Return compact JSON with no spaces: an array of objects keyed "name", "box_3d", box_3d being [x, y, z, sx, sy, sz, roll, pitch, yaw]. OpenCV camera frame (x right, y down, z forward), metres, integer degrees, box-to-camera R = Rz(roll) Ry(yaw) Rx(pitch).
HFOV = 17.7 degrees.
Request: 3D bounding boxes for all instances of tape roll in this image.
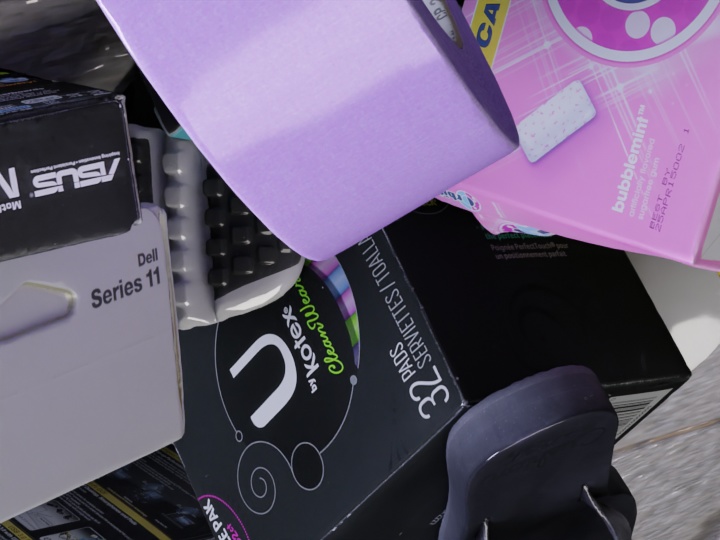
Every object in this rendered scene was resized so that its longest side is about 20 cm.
[{"name":"tape roll","box_3d":[-0.033,-0.104,0.632,0.066,0.200,0.200,-31,156,9]}]

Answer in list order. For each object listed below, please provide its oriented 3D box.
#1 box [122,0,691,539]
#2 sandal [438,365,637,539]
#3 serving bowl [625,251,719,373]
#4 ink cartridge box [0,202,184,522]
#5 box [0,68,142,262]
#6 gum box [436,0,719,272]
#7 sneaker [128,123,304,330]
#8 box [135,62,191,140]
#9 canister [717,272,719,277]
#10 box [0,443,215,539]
[{"name":"box","box_3d":[0.000,0.000,0.883,0.124,0.200,0.149,-3,147,-43]},{"name":"sandal","box_3d":[0.065,0.093,0.836,0.076,0.043,0.200,-26,157,0]},{"name":"serving bowl","box_3d":[0.090,-0.034,0.955,0.066,0.200,0.200,34,122,-29]},{"name":"ink cartridge box","box_3d":[-0.177,0.029,0.744,0.200,0.083,0.147,2,-166,35]},{"name":"box","box_3d":[-0.194,-0.024,0.691,0.200,0.048,0.193,-14,-167,-28]},{"name":"gum box","box_3d":[0.103,-0.098,0.768,0.066,0.113,0.200,8,100,-52]},{"name":"sneaker","box_3d":[-0.107,-0.013,0.849,0.200,0.075,0.081,2,177,23]},{"name":"box","box_3d":[0.003,-0.130,0.765,0.200,0.082,0.049,-38,155,25]},{"name":"canister","box_3d":[0.156,-0.094,0.848,0.148,0.200,0.087,-26,156,-2]},{"name":"box","box_3d":[-0.148,0.102,0.973,0.161,0.200,0.049,-11,113,-36]}]
